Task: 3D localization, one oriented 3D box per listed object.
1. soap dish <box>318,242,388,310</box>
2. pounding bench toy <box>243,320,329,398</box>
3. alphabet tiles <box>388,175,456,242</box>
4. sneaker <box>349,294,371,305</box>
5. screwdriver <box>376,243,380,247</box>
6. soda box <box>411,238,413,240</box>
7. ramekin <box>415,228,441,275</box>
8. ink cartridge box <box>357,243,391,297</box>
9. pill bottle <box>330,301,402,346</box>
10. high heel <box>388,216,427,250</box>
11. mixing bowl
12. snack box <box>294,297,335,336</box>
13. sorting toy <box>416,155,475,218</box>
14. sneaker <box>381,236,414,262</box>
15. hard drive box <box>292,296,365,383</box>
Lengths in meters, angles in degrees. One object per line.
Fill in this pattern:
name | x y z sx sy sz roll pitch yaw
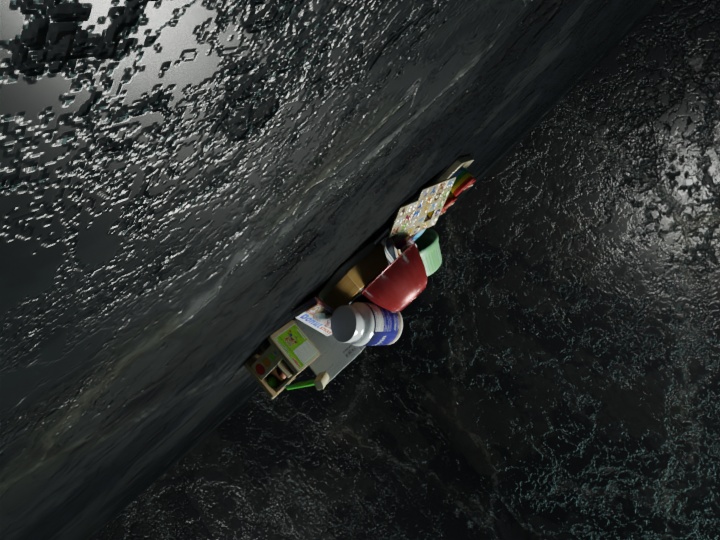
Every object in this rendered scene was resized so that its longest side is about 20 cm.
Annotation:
soap dish | -0.018 0.025 1.554 0.157 0.082 0.200 -39 176 -37
pounding bench toy | -0.198 0.279 1.584 0.156 0.201 0.124 -44 175 29
alphabet tiles | 0.155 -0.152 1.472 0.197 0.008 0.169 -26 150 -36
sneaker | -0.011 0.116 1.692 0.086 0.077 0.200 -5 150 -39
screwdriver | 0.000 0.000 1.687 0.201 0.028 0.029 -51 171 -15
soda box | 0.163 -0.134 1.792 0.068 0.064 0.200 -41 175 -6
ramekin | 0.181 -0.049 1.931 0.195 0.100 0.201 -19 -156 9
ink cartridge box | 0.025 0.012 1.800 0.199 0.085 0.145 -40 175 -29
pill bottle | 0.017 0.145 1.546 0.197 0.117 0.116 6 138 -49
high heel | 0.137 -0.113 1.589 0.094 0.069 0.200 -22 -174 16
mixing bowl | 0.106 0.035 1.520 0.199 0.109 0.200 -42 177 -3
snack box | -0.103 0.126 1.520 0.071 0.025 0.200 -30 152 10
sorting toy | 0.247 -0.226 1.623 0.200 0.070 0.198 -44 175 24
sneaker | 0.144 -0.031 1.731 0.078 0.200 0.080 -13 -133 34
hard drive box | -0.106 0.200 1.659 0.155 0.201 0.077 -41 176 8
